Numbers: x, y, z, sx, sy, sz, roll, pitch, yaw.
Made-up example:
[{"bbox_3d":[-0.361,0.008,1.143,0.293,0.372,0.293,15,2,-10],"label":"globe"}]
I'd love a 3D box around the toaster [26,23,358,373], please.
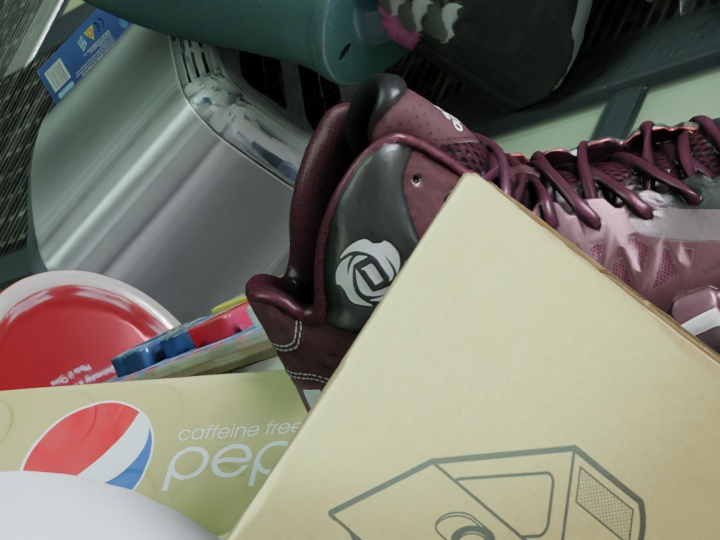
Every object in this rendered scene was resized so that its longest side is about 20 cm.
[{"bbox_3d":[-0.070,-0.042,1.156,0.129,0.113,0.200,-49,22,20],"label":"toaster"}]

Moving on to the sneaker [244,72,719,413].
[{"bbox_3d":[0.057,-0.022,0.732,0.199,0.116,0.076,-34,23,1],"label":"sneaker"}]

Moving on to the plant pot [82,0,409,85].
[{"bbox_3d":[-0.045,-0.177,1.063,0.200,0.187,0.201,-49,-21,-26],"label":"plant pot"}]

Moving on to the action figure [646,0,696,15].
[{"bbox_3d":[0.142,-0.143,0.851,0.131,0.069,0.200,-66,17,-4],"label":"action figure"}]

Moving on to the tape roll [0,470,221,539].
[{"bbox_3d":[-0.103,0.165,0.779,0.203,0.202,0.071,-55,10,10],"label":"tape roll"}]

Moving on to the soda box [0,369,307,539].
[{"bbox_3d":[-0.045,0.078,0.847,0.199,0.064,0.068,-6,49,27],"label":"soda box"}]

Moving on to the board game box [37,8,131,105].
[{"bbox_3d":[-0.055,-0.148,1.280,0.135,0.035,0.200,-27,-7,-42],"label":"board game box"}]

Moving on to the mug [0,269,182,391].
[{"bbox_3d":[-0.152,0.110,1.069,0.200,0.133,0.178,-45,18,47],"label":"mug"}]

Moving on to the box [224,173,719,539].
[{"bbox_3d":[0.032,0.101,0.674,0.163,0.021,0.201,38,100,27],"label":"box"}]

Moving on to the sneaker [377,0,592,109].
[{"bbox_3d":[0.073,-0.137,0.975,0.087,0.080,0.200,-53,-1,-30],"label":"sneaker"}]

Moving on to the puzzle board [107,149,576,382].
[{"bbox_3d":[0.000,0.000,0.917,0.150,0.017,0.200,-28,4,-29],"label":"puzzle board"}]
